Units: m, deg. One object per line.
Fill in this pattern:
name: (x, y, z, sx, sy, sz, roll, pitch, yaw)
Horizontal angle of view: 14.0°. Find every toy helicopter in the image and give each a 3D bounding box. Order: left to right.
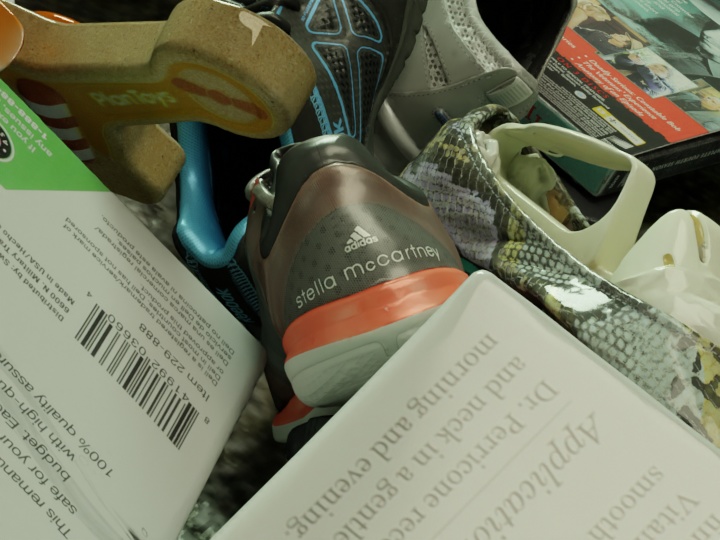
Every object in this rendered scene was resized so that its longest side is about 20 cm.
toy helicopter: (-0.092, -0.066, 0.888, 0.132, 0.200, 0.079, 45, 63, -33)

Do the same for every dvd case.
dvd case: (0.105, -0.094, 1.188, 0.146, 0.022, 0.200, 42, 35, 24)

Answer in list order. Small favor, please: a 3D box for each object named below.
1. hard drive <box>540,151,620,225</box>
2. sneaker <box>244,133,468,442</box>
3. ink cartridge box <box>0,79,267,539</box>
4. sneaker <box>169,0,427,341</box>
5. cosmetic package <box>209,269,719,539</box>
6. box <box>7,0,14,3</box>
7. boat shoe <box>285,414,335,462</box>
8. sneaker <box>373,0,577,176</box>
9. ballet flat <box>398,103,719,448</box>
hard drive: (0.017, -0.075, 1.149, 0.139, 0.038, 0.200, 12, 34, -22)
sneaker: (0.000, 0.000, 0.890, 0.077, 0.200, 0.082, -19, 82, -8)
ink cartridge box: (-0.123, 0.042, 0.781, 0.146, 0.084, 0.200, 47, 29, -11)
sneaker: (-0.023, -0.079, 0.983, 0.073, 0.201, 0.082, -5, -17, 22)
cosmetic package: (0.047, 0.145, 0.658, 0.200, 0.165, 0.165, 39, 69, 20)
box: (-0.189, -0.134, 1.065, 0.116, 0.060, 0.200, 15, 33, -18)
boat shoe: (0.047, 0.062, 0.898, 0.200, 0.075, 0.061, -6, 82, -61)
sneaker: (0.056, -0.114, 1.071, 0.075, 0.082, 0.201, 41, 46, -33)
ballet flat: (0.078, 0.001, 0.920, 0.072, 0.072, 0.200, 1, 27, -35)
